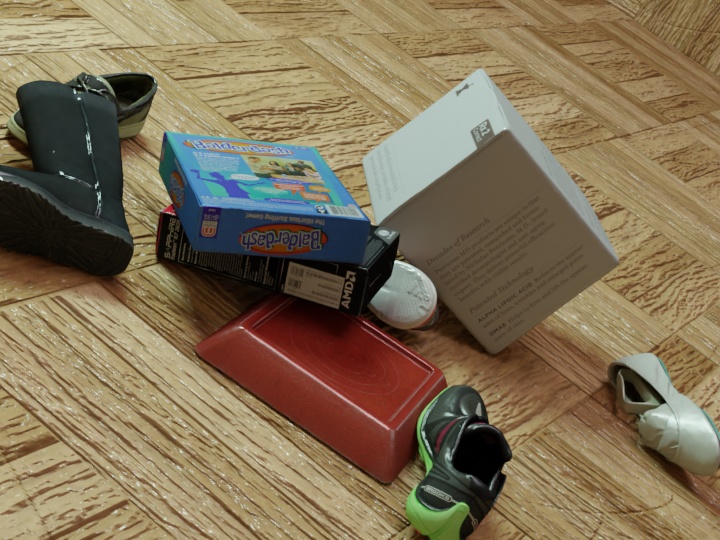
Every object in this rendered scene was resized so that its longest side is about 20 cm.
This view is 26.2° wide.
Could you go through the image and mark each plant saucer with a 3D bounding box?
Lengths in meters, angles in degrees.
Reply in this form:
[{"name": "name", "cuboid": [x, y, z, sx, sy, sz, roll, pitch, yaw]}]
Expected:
[{"name": "plant saucer", "cuboid": [-0.020, 0.082, 1.349, 0.199, 0.037, 0.200, 34, 23, 8]}]

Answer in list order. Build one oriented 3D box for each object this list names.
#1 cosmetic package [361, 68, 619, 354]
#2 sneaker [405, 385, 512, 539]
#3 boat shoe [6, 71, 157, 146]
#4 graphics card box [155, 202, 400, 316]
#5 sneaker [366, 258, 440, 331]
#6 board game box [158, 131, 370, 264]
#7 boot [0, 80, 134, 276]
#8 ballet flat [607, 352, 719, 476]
[{"name": "cosmetic package", "cuboid": [0.129, -0.062, 1.582, 0.200, 0.165, 0.165, 47, 14, -24]}, {"name": "sneaker", "cuboid": [0.091, 0.152, 1.262, 0.077, 0.084, 0.200, 42, 23, -15]}, {"name": "boat shoe", "cuboid": [-0.267, -0.162, 1.510, 0.072, 0.066, 0.201, 39, 25, 13]}, {"name": "graphics card box", "cuboid": [-0.074, -0.024, 1.418, 0.199, 0.051, 0.125, 15, 20, 10]}, {"name": "sneaker", "cuboid": [0.000, 0.000, 1.530, 0.200, 0.077, 0.082, 43, -1, 26]}, {"name": "board game box", "cuboid": [-0.091, -0.067, 1.385, 0.151, 0.045, 0.200, 5, 22, -18]}, {"name": "boot", "cuboid": [-0.274, -0.100, 1.332, 0.165, 0.066, 0.201, 29, 33, -36]}, {"name": "ballet flat", "cuboid": [0.305, 0.149, 1.591, 0.069, 0.070, 0.200, 21, 20, -22]}]
